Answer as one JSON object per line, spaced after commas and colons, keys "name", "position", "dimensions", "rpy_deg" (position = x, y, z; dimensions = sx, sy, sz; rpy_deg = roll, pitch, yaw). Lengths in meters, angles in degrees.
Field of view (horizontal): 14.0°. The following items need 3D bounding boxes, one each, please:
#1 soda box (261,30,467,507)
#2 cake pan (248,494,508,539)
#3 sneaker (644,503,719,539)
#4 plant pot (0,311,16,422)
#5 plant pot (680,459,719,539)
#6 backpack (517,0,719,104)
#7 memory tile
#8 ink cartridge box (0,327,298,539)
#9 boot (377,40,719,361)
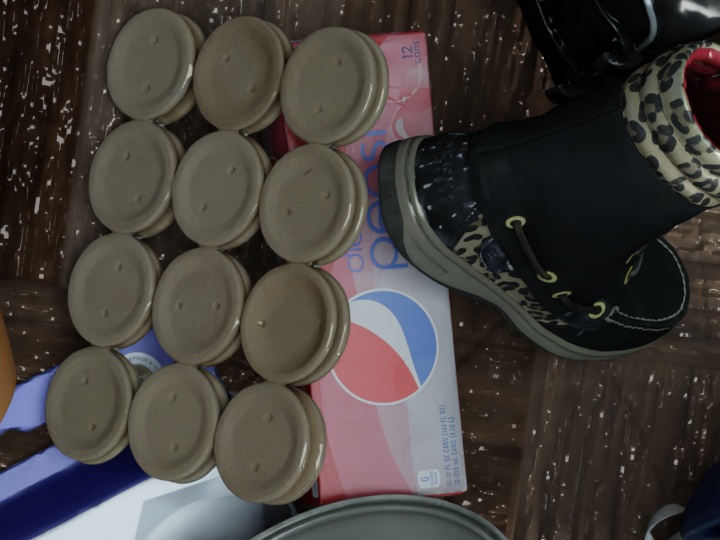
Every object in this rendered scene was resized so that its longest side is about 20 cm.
{"name": "soda box", "position": [0.000, 0.000, 1.279], "dimensions": [0.069, 0.063, 0.202], "rpy_deg": [-5, 89, -11]}
{"name": "cake pan", "position": [-0.006, 0.189, 1.268], "dimensions": [0.199, 0.037, 0.201], "rpy_deg": [-13, 125, -20]}
{"name": "sneaker", "position": [0.213, 0.170, 1.344], "dimensions": [0.114, 0.075, 0.201], "rpy_deg": [-29, 94, -8]}
{"name": "plant pot", "position": [-0.229, 0.019, 1.189], "dimensions": [0.199, 0.200, 0.141], "rpy_deg": [-32, 116, -8]}
{"name": "plant pot", "position": [0.240, 0.149, 1.217], "dimensions": [0.198, 0.200, 0.181], "rpy_deg": [-5, 80, -10]}
{"name": "backpack", "position": [0.111, -0.193, 1.242], "dimensions": [0.150, 0.178, 0.201], "rpy_deg": [-28, 89, -11]}
{"name": "memory tile", "position": [-0.061, -0.009, 1.240], "dimensions": [0.017, 0.153, 0.201], "rpy_deg": [16, 84, -52]}
{"name": "ink cartridge box", "position": [-0.117, 0.146, 1.288], "dimensions": [0.199, 0.041, 0.201], "rpy_deg": [-28, 99, -9]}
{"name": "boot", "position": [0.122, -0.025, 1.234], "dimensions": [0.203, 0.153, 0.074], "rpy_deg": [23, 55, -48]}
